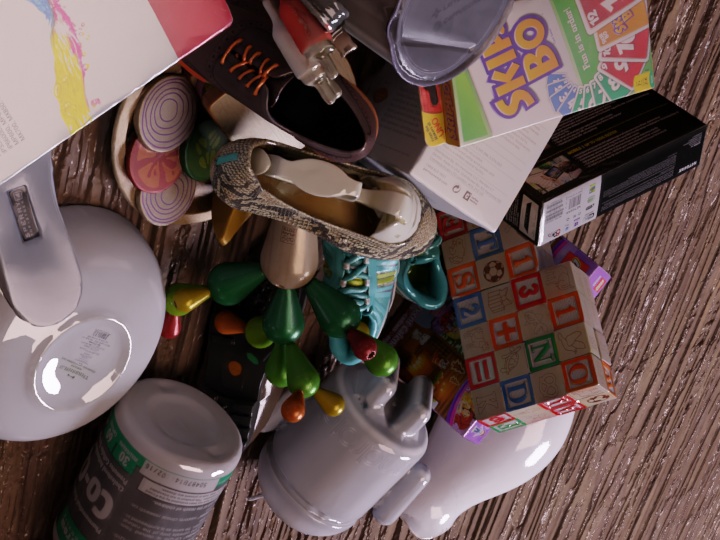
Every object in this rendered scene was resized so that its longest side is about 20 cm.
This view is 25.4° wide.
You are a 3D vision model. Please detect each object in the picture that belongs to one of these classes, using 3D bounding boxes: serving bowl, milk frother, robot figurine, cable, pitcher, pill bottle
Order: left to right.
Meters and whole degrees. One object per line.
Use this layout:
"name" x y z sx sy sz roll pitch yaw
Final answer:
"serving bowl" -0.225 0.053 1.208 0.199 0.066 0.201 -27 138 -28
"pill bottle" -0.187 0.198 1.330 0.113 0.113 0.201 1 127 -46
"cable" -0.069 -0.198 1.032 0.050 0.200 0.097 -40 176 -6
"robot figurine" -0.018 0.164 1.462 0.200 0.169 0.113 -48 -170 23
"milk frother" 0.022 -0.266 1.072 0.180 0.188 0.201 -36 144 -22
"pitcher" 0.131 0.180 1.660 0.200 0.121 0.171 -46 165 13

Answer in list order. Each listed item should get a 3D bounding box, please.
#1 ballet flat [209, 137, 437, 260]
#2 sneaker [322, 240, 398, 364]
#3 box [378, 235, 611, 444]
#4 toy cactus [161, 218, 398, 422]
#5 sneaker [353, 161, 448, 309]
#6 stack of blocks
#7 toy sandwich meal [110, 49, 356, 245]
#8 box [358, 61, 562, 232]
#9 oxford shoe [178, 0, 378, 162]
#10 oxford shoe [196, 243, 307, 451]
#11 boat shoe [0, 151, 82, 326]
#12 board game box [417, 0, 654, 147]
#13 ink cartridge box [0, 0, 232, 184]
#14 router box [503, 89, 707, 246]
"ballet flat" -0.012 -0.053 1.173 0.199 0.075 0.069 16 75 -28
"sneaker" 0.000 0.000 1.311 0.201 0.077 0.080 88 14 -50
"box" 0.119 0.040 1.487 0.201 0.137 0.039 -52 147 4
"toy cactus" -0.066 0.025 1.246 0.102 0.199 0.166 -43 149 -52
"sneaker" 0.039 -0.044 1.381 0.077 0.080 0.201 -38 141 -16
"stack of blocks" 0.145 0.029 1.418 0.114 0.202 0.059 -19 157 20
"toy sandwich meal" -0.091 -0.110 1.196 0.204 0.070 0.206 -27 138 -27
"box" 0.092 -0.150 1.257 0.097 0.124 0.201 32 88 -31
"oxford shoe" -0.069 -0.145 1.098 0.072 0.199 0.073 -57 -173 7
"oxford shoe" -0.088 0.060 1.368 0.201 0.072 0.084 -67 166 17
"boat shoe" -0.240 -0.066 1.085 0.074 0.086 0.204 -21 107 -25
"board game box" 0.130 -0.159 1.188 0.198 0.030 0.096 -18 111 -22
"ink cartridge box" -0.211 -0.165 0.941 0.199 0.145 0.145 -38 127 -15
"router box" 0.183 -0.112 1.408 0.199 0.149 0.051 -25 137 -28
